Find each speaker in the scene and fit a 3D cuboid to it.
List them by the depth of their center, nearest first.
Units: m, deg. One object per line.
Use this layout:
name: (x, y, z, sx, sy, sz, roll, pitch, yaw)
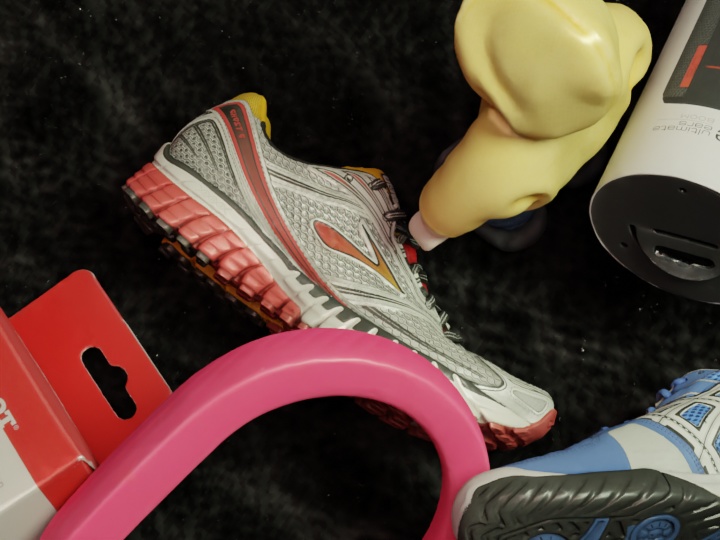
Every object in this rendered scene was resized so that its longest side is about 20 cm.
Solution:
speaker: (0.163, -0.085, 0.876, 0.081, 0.081, 0.200, 25, 61, 7)

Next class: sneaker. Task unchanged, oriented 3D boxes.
sneaker: (0.122, 0.085, 0.848, 0.200, 0.076, 0.077, -2, 41, -25)
sneaker: (0.000, 0.000, 0.885, 0.200, 0.078, 0.082, 38, 78, 9)

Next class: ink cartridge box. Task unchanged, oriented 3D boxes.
ink cartridge box: (-0.175, 0.077, 0.859, 0.200, 0.067, 0.116, -34, 61, -7)

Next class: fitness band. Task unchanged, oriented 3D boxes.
fitness band: (-0.038, 0.111, 0.832, 0.144, 0.037, 0.200, 41, 101, -21)

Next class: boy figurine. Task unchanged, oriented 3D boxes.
boy figurine: (0.063, -0.059, 0.837, 0.064, 0.200, 0.124, 42, 84, 10)
